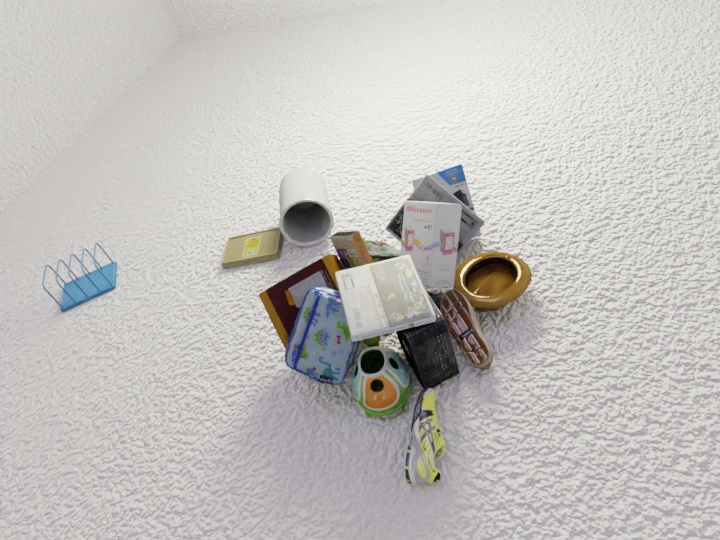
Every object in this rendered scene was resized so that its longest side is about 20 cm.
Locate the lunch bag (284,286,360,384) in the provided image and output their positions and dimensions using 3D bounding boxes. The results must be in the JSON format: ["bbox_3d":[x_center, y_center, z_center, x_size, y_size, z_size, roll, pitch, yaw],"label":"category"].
[{"bbox_3d":[-0.079,0.146,1.277,0.158,0.082,0.204,22,92,8],"label":"lunch bag"}]

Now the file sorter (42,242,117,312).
[{"bbox_3d":[-0.952,0.017,1.915,0.197,0.124,0.140,-24,43,-2],"label":"file sorter"}]

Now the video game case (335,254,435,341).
[{"bbox_3d":[0.048,0.055,1.215,0.178,0.024,0.202,-13,42,-4],"label":"video game case"}]

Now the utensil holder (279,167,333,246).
[{"bbox_3d":[-0.178,-0.205,1.782,0.167,0.172,0.202,-19,40,3],"label":"utensil holder"}]

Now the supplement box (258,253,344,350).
[{"bbox_3d":[-0.108,0.096,1.385,0.197,0.200,0.133,-28,-2,6],"label":"supplement box"}]

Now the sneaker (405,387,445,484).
[{"bbox_3d":[0.143,0.346,1.177,0.075,0.076,0.203,3,58,15],"label":"sneaker"}]

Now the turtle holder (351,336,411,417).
[{"bbox_3d":[0.048,0.228,1.280,0.138,0.133,0.187,4,49,26],"label":"turtle holder"}]

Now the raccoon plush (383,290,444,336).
[{"bbox_3d":[0.154,0.120,1.369,0.132,0.098,0.201,16,49,30],"label":"raccoon plush"}]

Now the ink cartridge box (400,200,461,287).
[{"bbox_3d":[0.170,-0.070,1.401,0.083,0.205,0.144,2,7,-30],"label":"ink cartridge box"}]

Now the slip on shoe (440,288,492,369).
[{"bbox_3d":[0.248,0.137,1.305,0.075,0.061,0.202,-34,57,10],"label":"slip on shoe"}]

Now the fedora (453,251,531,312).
[{"bbox_3d":[0.325,0.040,1.390,0.196,0.083,0.203,-10,40,8],"label":"fedora"}]

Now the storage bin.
[{"bbox_3d":[0.141,0.154,1.263,0.092,0.202,0.136,-25,42,-5],"label":"storage bin"}]

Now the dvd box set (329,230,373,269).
[{"bbox_3d":[0.000,0.000,1.385,0.029,0.203,0.146,-29,13,-19],"label":"dvd box set"}]

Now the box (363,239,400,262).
[{"bbox_3d":[0.038,-0.045,1.525,0.109,0.198,0.035,34,110,34],"label":"box"}]

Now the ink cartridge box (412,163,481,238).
[{"bbox_3d":[0.236,-0.170,1.544,0.142,0.204,0.084,-17,3,7],"label":"ink cartridge box"}]

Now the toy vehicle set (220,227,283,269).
[{"bbox_3d":[-0.347,-0.074,1.822,0.196,0.027,0.126,-10,44,14],"label":"toy vehicle set"}]

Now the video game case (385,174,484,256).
[{"bbox_3d":[0.196,-0.120,1.492,0.199,0.023,0.183,39,100,3],"label":"video game case"}]
